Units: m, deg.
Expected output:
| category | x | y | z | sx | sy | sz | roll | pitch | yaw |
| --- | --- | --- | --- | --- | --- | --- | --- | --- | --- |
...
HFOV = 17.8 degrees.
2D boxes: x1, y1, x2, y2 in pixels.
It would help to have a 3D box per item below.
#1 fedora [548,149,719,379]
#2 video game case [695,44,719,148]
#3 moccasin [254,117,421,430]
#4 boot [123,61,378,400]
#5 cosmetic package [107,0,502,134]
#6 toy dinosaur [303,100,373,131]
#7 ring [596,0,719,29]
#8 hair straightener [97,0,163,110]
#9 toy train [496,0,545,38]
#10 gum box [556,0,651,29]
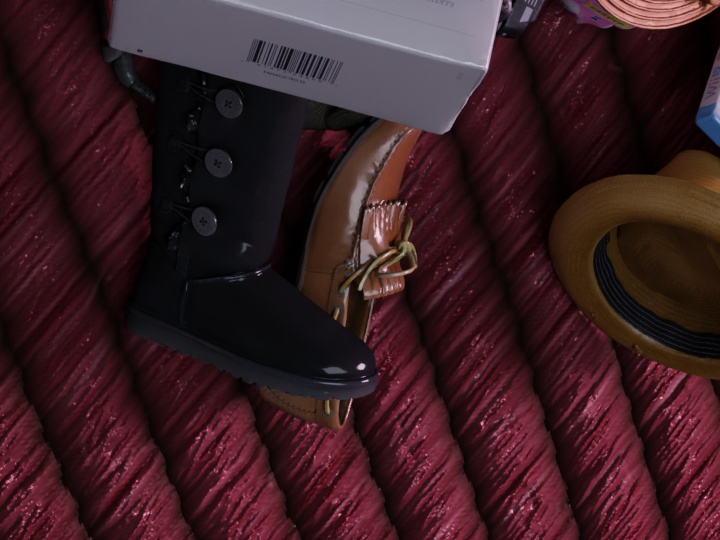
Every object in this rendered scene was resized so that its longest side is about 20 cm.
| category | x | y | z | sx | sy | sz | roll | pitch | yaw |
| --- | --- | --- | --- | --- | --- | --- | --- | --- | --- |
| fedora | 0.218 | -0.012 | 1.480 | 0.201 | 0.200 | 0.082 | 45 | 54 | -27 |
| video game case | 0.289 | -0.132 | 1.486 | 0.143 | 0.018 | 0.201 | 40 | 55 | -28 |
| moccasin | -0.001 | 0.000 | 1.409 | 0.077 | 0.074 | 0.202 | 23 | 96 | 17 |
| boot | -0.050 | -0.039 | 1.343 | 0.164 | 0.066 | 0.201 | 17 | 107 | 13 |
| cosmetic package | -0.016 | -0.207 | 1.250 | 0.198 | 0.123 | 0.201 | 14 | 75 | -6 |
| toy dinosaur | 0.001 | -0.120 | 1.383 | 0.200 | 0.077 | 0.102 | -46 | 151 | 9 |
| ring | 0.203 | -0.241 | 1.385 | 0.200 | 0.019 | 0.201 | -20 | 124 | -33 |
| hair straightener | -0.121 | -0.191 | 1.329 | 0.077 | 0.041 | 0.201 | -15 | 111 | -19 |
| toy train | 0.124 | -0.229 | 1.357 | 0.046 | 0.034 | 0.201 | 23 | 95 | -28 |
| gum box | 0.155 | -0.257 | 1.418 | 0.113 | 0.066 | 0.201 | 26 | 94 | -26 |
